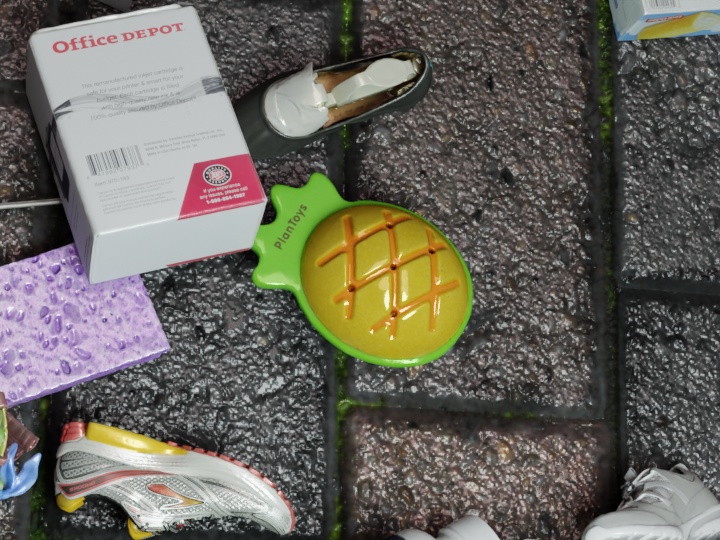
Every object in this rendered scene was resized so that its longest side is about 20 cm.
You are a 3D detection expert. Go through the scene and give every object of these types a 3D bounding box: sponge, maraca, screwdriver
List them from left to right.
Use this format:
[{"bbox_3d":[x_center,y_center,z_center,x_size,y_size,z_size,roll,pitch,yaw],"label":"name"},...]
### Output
[{"bbox_3d":[-0.267,0.046,1.534,0.200,0.030,0.112,-19,82,-19],"label":"sponge"},{"bbox_3d":[-0.220,-0.060,1.581,0.200,0.029,0.028,-7,78,-13],"label":"screwdriver"},{"bbox_3d":[0.000,0.000,1.580,0.200,0.107,0.137,30,68,0],"label":"maraca"}]

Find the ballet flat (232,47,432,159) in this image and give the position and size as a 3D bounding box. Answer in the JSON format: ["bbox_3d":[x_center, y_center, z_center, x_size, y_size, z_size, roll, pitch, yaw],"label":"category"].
[{"bbox_3d":[-0.027,-0.154,1.633,0.200,0.068,0.068,-22,83,-19],"label":"ballet flat"}]

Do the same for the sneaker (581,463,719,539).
[{"bbox_3d":[0.235,0.206,1.583,0.200,0.075,0.082,2,53,-56],"label":"sneaker"}]

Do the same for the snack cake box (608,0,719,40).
[{"bbox_3d":[0.330,-0.286,1.767,0.200,0.067,0.115,-6,76,-17],"label":"snack cake box"}]

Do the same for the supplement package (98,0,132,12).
[{"bbox_3d":[-0.210,-0.360,1.570,0.147,0.191,0.200,23,70,-9],"label":"supplement package"}]

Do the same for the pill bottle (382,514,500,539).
[{"bbox_3d":[0.024,0.276,1.512,0.200,0.111,0.111,-25,83,-20],"label":"pill bottle"}]

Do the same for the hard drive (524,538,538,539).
[{"bbox_3d":[0.181,0.320,1.540,0.200,0.027,0.132,35,67,-34],"label":"hard drive"}]

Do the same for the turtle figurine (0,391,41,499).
[{"bbox_3d":[-0.339,0.088,1.414,0.200,0.144,0.194,-4,74,-20],"label":"turtle figurine"}]

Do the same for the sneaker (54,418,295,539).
[{"bbox_3d":[-0.150,0.182,1.514,0.200,0.078,0.082,14,76,-2],"label":"sneaker"}]

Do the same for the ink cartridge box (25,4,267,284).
[{"bbox_3d":[-0.180,-0.106,1.547,0.145,0.083,0.200,-13,64,-18],"label":"ink cartridge box"}]
